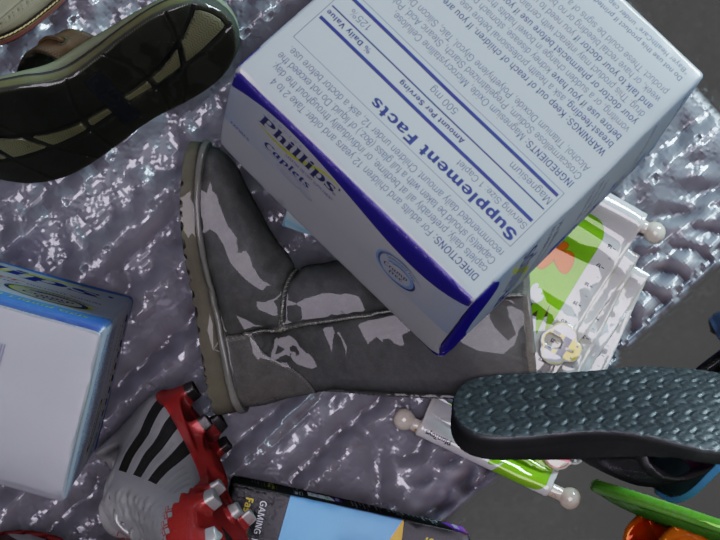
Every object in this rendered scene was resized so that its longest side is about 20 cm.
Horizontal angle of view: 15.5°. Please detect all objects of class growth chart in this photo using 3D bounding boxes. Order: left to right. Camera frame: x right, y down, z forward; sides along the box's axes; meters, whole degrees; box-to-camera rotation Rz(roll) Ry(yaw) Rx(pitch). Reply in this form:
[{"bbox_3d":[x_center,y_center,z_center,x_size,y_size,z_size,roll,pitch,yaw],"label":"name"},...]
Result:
[{"bbox_3d":[0.098,0.029,1.620,0.144,0.018,0.200,20,91,-1],"label":"growth chart"}]

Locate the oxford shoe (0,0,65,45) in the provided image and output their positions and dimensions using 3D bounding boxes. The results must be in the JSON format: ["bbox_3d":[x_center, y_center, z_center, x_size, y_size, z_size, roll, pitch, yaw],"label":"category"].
[{"bbox_3d":[-0.235,-0.168,1.549,0.200,0.075,0.071,-31,78,-24],"label":"oxford shoe"}]

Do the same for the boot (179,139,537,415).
[{"bbox_3d":[0.000,-0.001,1.579,0.199,0.073,0.182,-8,102,10],"label":"boot"}]

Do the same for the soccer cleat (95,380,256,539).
[{"bbox_3d":[-0.110,0.142,1.540,0.085,0.200,0.069,-34,123,9],"label":"soccer cleat"}]

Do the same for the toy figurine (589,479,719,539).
[{"bbox_3d":[0.202,0.241,1.562,0.200,0.150,0.185,19,86,-16],"label":"toy figurine"}]

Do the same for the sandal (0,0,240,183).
[{"bbox_3d":[-0.162,-0.113,1.585,0.201,0.057,0.080,-23,130,12],"label":"sandal"}]

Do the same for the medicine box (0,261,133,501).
[{"bbox_3d":[-0.235,0.048,1.520,0.182,0.200,0.103,15,94,-2],"label":"medicine box"}]

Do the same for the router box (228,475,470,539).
[{"bbox_3d":[-0.028,0.237,1.607,0.149,0.051,0.201,12,92,-3],"label":"router box"}]

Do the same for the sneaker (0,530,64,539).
[{"bbox_3d":[-0.184,0.195,1.560,0.200,0.098,0.071,5,91,22],"label":"sneaker"}]

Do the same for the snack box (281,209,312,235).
[{"bbox_3d":[0.037,-0.102,1.566,0.116,0.037,0.200,18,69,-3],"label":"snack box"}]

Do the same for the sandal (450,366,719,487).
[{"bbox_3d":[0.153,0.094,1.552,0.200,0.075,0.048,2,129,5],"label":"sandal"}]

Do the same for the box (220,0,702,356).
[{"bbox_3d":[0.054,-0.091,1.489,0.184,0.105,0.200,44,69,7],"label":"box"}]

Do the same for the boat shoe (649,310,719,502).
[{"bbox_3d":[0.234,0.050,1.592,0.069,0.084,0.200,42,89,1],"label":"boat shoe"}]
